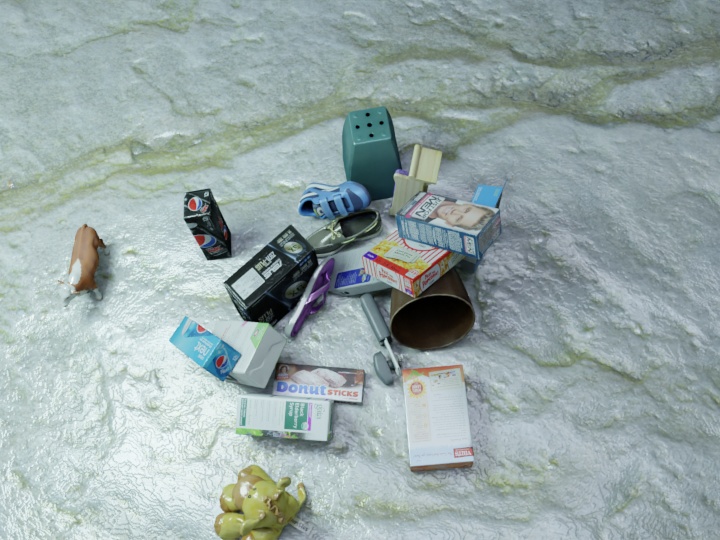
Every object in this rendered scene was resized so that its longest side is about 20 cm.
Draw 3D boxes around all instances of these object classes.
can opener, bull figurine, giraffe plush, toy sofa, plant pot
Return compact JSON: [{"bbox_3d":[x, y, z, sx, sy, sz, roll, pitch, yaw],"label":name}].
[{"bbox_3d":[0.040,0.146,1.637,0.065,0.053,0.204,-19,65,-5],"label":"can opener"},{"bbox_3d":[-0.631,-0.001,1.712,0.063,0.122,0.205,3,65,5],"label":"bull figurine"},{"bbox_3d":[-0.194,0.457,1.447,0.194,0.163,0.177,9,65,8],"label":"giraffe plush"},{"bbox_3d":[0.123,-0.196,1.710,0.095,0.201,0.085,13,66,4],"label":"toy sofa"},{"bbox_3d":[0.142,0.034,1.630,0.181,0.189,0.204,-7,49,0],"label":"plant pot"},{"bbox_3d":[0.027,-0.280,1.755,0.137,0.201,0.145,-9,64,-1],"label":"plant pot"}]

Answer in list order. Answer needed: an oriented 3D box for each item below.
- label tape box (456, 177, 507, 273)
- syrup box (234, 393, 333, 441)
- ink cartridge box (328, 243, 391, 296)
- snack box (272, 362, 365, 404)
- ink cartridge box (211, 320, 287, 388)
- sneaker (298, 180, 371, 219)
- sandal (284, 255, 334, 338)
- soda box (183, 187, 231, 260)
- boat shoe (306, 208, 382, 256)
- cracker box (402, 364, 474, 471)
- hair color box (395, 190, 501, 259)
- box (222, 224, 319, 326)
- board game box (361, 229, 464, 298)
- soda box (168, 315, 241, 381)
[{"bbox_3d":[0.260,-0.106,1.658,0.062,0.201,0.147,21,67,12],"label":"label tape box"},{"bbox_3d":[-0.155,0.303,1.553,0.194,0.081,0.081,3,84,6],"label":"syrup box"},{"bbox_3d":[0.000,0.000,1.680,0.197,0.039,0.102,-10,58,44],"label":"ink cartridge box"},{"bbox_3d":[-0.089,0.244,1.616,0.194,0.024,0.074,4,67,5],"label":"snack box"},{"bbox_3d":[-0.258,0.175,1.606,0.197,0.067,0.119,1,58,48],"label":"ink cartridge box"},{"bbox_3d":[-0.062,-0.156,1.739,0.196,0.075,0.083,0,38,37],"label":"sneaker"},{"bbox_3d":[-0.100,0.066,1.670,0.049,0.082,0.206,28,85,15],"label":"sandal"},{"bbox_3d":[-0.344,-0.100,1.695,0.061,0.201,0.073,-7,63,2],"label":"soda box"},{"bbox_3d":[-0.044,-0.092,1.749,0.197,0.061,0.074,-20,65,-6],"label":"boat shoe"},{"bbox_3d":[0.158,0.305,1.553,0.130,0.058,0.205,-4,64,3],"label":"cracker box"},{"bbox_3d":[0.179,-0.096,1.526,0.196,0.062,0.100,17,46,35],"label":"hair color box"},{"bbox_3d":[-0.188,0.026,1.648,0.199,0.165,0.086,-42,68,-16],"label":"box"},{"bbox_3d":[0.123,-0.038,1.559,0.199,0.047,0.150,-37,42,-30],"label":"board game box"},{"bbox_3d":[-0.332,0.163,1.585,0.198,0.064,0.069,20,72,53],"label":"soda box"}]
